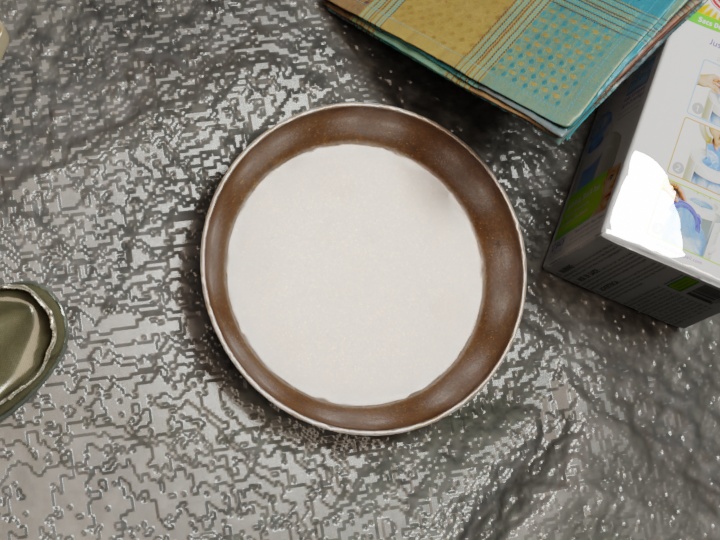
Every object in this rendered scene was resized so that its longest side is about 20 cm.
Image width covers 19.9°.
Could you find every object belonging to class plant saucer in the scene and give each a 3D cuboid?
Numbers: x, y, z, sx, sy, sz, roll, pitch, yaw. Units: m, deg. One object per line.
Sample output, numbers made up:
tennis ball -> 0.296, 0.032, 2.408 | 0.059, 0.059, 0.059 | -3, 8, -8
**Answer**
plant saucer -> 0.000, 0.000, 1.223 | 0.200, 0.034, 0.200 | 2, 81, -15

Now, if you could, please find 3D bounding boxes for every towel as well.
towel -> 0.093, -0.166, 1.226 | 0.200, 0.022, 0.147 | 33, 69, 34

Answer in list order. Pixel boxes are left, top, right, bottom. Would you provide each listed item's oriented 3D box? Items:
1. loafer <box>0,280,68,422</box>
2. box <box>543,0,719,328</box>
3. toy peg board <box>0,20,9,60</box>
loafer -> -0.247, 0.069, 1.125 | 0.200, 0.070, 0.075 | -33, 90, -18
box -> 0.203, -0.081, 1.251 | 0.101, 0.112, 0.200 | 23, 75, -8
toy peg board -> -0.325, -0.090, 1.087 | 0.199, 0.098, 0.200 | 20, 75, 9
